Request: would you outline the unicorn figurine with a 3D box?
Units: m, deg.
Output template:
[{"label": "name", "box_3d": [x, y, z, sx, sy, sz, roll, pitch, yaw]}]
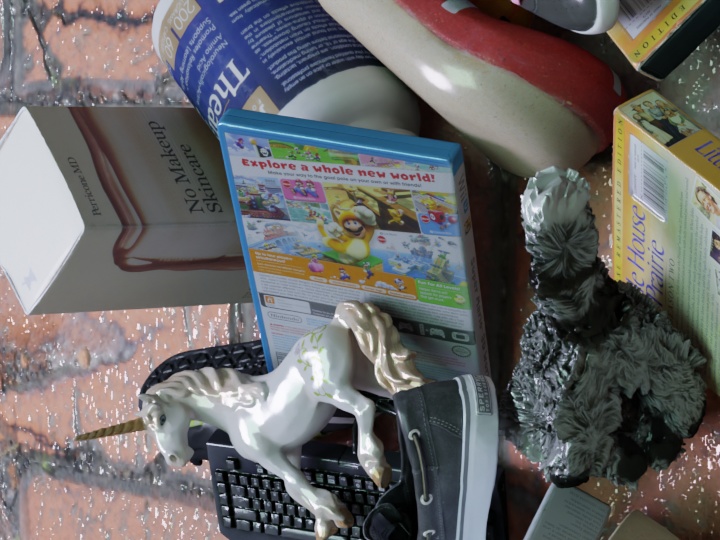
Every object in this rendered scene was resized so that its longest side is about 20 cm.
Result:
[{"label": "unicorn figurine", "box_3d": [-0.043, 0.088, 1.449, 0.200, 0.074, 0.137, -40, 81, 16]}]

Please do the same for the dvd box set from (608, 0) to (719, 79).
[{"label": "dvd box set", "box_3d": [0.149, -0.219, 1.303, 0.146, 0.029, 0.200, -46, 57, 19]}]

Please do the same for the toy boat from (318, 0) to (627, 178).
[{"label": "toy boat", "box_3d": [0.077, -0.144, 1.382, 0.131, 0.131, 0.200, -48, 53, 4]}]

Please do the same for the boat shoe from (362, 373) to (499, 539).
[{"label": "boat shoe", "box_3d": [0.034, 0.140, 1.389, 0.070, 0.066, 0.200, -102, 13, -46]}]

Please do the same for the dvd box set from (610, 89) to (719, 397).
[{"label": "dvd box set", "box_3d": [0.201, 0.016, 1.256, 0.200, 0.029, 0.146, 43, 151, 38]}]

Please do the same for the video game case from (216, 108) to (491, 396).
[{"label": "video game case", "box_3d": [0.000, 0.000, 1.421, 0.143, 0.018, 0.200, 11, 134, 22]}]

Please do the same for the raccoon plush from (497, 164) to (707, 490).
[{"label": "raccoon plush", "box_3d": [0.112, 0.026, 1.326, 0.134, 0.097, 0.200, -150, 50, -64]}]

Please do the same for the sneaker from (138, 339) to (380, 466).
[{"label": "sneaker", "box_3d": [-0.050, 0.089, 1.576, 0.200, 0.072, 0.083, -3, 129, 40]}]

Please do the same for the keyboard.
[{"label": "keyboard", "box_3d": [-0.005, 0.121, 1.483, 0.200, 0.021, 0.127, 5, 110, 28]}]

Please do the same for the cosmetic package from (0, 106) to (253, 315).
[{"label": "cosmetic package", "box_3d": [-0.123, -0.039, 1.532, 0.087, 0.200, 0.103, -52, 56, 38]}]

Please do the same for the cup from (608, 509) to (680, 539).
[{"label": "cup", "box_3d": [0.156, 0.242, 1.268, 0.143, 0.200, 0.200, 27, 115, 14]}]

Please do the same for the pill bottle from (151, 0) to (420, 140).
[{"label": "pill bottle", "box_3d": [-0.034, -0.101, 1.494, 0.200, 0.111, 0.111, 53, 128, 32]}]

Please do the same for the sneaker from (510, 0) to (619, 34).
[{"label": "sneaker", "box_3d": [0.047, -0.165, 1.287, 0.200, 0.099, 0.071, 45, 146, 45]}]

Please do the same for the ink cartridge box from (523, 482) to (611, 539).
[{"label": "ink cartridge box", "box_3d": [0.059, 0.240, 1.330, 0.041, 0.200, 0.200, 27, 136, 7]}]
